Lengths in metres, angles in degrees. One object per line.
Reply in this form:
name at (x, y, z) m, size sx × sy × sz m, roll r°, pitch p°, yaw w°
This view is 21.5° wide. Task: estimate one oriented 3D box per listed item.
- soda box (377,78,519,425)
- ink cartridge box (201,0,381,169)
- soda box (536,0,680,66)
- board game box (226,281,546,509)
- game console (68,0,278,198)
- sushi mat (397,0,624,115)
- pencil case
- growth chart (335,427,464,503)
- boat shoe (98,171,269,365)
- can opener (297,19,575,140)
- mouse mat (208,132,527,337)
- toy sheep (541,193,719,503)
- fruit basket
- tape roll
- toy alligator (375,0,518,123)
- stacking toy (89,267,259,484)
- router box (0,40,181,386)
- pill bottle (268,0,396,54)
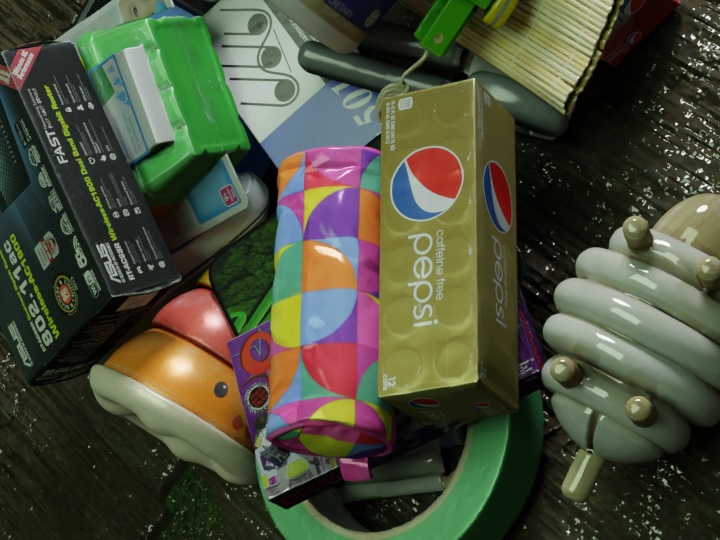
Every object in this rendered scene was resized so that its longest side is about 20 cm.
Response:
soda box at (0.054, -0.011, 1.159) m, size 0.067 × 0.064 × 0.201 m, roll -10°, pitch 66°, yaw 25°
ink cartridge box at (-0.035, -0.123, 1.354) m, size 0.094 × 0.044 × 0.200 m, roll -41°, pitch 68°, yaw 11°
soda box at (0.130, -0.233, 1.272) m, size 0.063 × 0.070 × 0.200 m, roll -43°, pitch 55°, yaw 24°
board game box at (0.015, 0.058, 1.209) m, size 0.199 × 0.032 × 0.120 m, roll -28°, pitch 56°, yaw 18°
game console at (-0.139, -0.132, 1.435) m, size 0.200 × 0.175 × 0.116 m, roll -59°, pitch 22°, yaw 9°
sushi mat at (0.093, -0.185, 1.240) m, size 0.200 × 0.012 × 0.096 m, roll 40°, pitch 114°, yaw 43°
pencil case at (-0.016, 0.024, 1.174) m, size 0.088 × 0.088 × 0.201 m, roll -14°, pitch 64°, yaw 35°
growth chart at (0.033, 0.062, 1.299) m, size 0.144 × 0.018 × 0.201 m, roll -5°, pitch 74°, yaw 37°
boat shoe at (-0.135, 0.006, 1.412) m, size 0.200 × 0.062 × 0.072 m, roll -40°, pitch 26°, yaw 18°
can opener at (0.052, -0.137, 1.279) m, size 0.199 × 0.066 × 0.053 m, roll 17°, pitch 86°, yaw 17°
mouse mat at (0.000, 0.000, 1.259) m, size 0.200 × 0.008 × 0.161 m, roll -37°, pitch 57°, yaw 12°
toy sheep at (0.167, 0.045, 1.120) m, size 0.138 × 0.138 × 0.200 m, roll 30°, pitch 87°, yaw 40°
fruit basket at (-0.182, -0.095, 1.376) m, size 0.200 × 0.094 × 0.186 m, roll -24°, pitch 82°, yaw 33°
tape roll at (0.023, 0.106, 1.251) m, size 0.200 × 0.048 × 0.201 m, roll -10°, pitch 71°, yaw 33°
toy alligator at (0.068, -0.181, 1.220) m, size 0.200 × 0.059 × 0.054 m, roll -55°, pitch 9°, yaw 27°
stacking toy at (-0.087, 0.038, 1.349) m, size 0.146 × 0.146 × 0.200 m, roll 21°, pitch 76°, yaw 40°
router box at (-0.221, -0.039, 1.341) m, size 0.150 × 0.062 × 0.201 m, roll -42°, pitch 69°, yaw 47°
pill bottle at (0.011, -0.252, 1.222) m, size 0.200 × 0.120 × 0.120 m, roll -49°, pitch 52°, yaw 11°
